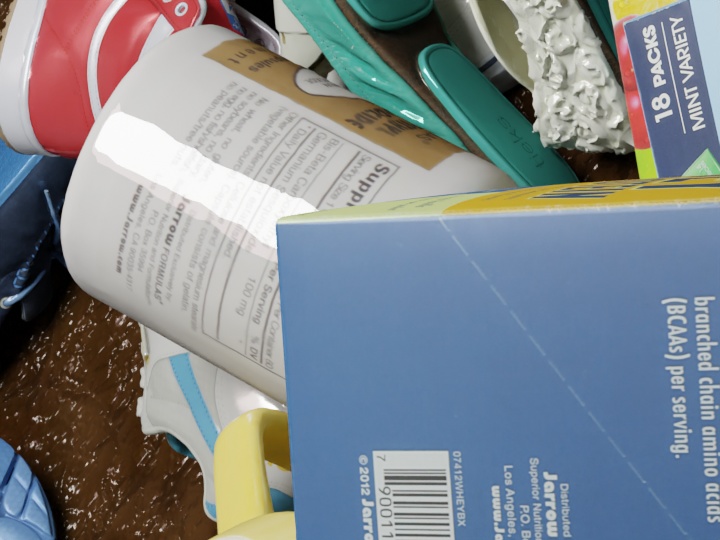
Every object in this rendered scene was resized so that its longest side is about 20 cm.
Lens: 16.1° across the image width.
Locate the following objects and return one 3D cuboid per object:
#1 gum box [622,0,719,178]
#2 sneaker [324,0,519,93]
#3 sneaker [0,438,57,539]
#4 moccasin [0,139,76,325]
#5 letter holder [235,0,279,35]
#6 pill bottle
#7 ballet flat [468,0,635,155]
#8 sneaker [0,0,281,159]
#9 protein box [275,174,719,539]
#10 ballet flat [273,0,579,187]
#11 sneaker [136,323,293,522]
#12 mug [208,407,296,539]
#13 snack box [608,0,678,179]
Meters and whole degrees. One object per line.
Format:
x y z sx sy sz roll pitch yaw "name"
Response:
0.187 -0.026 0.791 0.199 0.044 0.171 -18 81 43 "gum box"
0.021 -0.102 1.061 0.200 0.071 0.073 -40 42 26 "sneaker"
-0.211 0.114 1.205 0.199 0.083 0.071 16 50 38 "sneaker"
-0.179 -0.006 1.241 0.200 0.068 0.081 -49 27 24 "moccasin"
-0.064 -0.199 1.199 0.142 0.100 0.201 20 83 54 "letter holder"
0.000 0.000 0.933 0.199 0.114 0.115 28 90 20 "pill bottle"
0.059 -0.127 0.942 0.071 0.201 0.072 -19 22 8 "ballet flat"
-0.082 -0.142 1.064 0.112 0.071 0.201 7 86 32 "sneaker"
0.099 0.074 0.704 0.199 0.135 0.200 -3 94 26 "protein box"
0.007 -0.080 1.005 0.070 0.067 0.201 -40 80 32 "ballet flat"
-0.066 0.031 1.079 0.081 0.076 0.200 -53 36 12 "sneaker"
-0.009 0.148 0.876 0.186 0.153 0.150 30 92 53 "mug"
0.175 -0.108 0.863 0.199 0.053 0.143 -14 84 43 "snack box"
